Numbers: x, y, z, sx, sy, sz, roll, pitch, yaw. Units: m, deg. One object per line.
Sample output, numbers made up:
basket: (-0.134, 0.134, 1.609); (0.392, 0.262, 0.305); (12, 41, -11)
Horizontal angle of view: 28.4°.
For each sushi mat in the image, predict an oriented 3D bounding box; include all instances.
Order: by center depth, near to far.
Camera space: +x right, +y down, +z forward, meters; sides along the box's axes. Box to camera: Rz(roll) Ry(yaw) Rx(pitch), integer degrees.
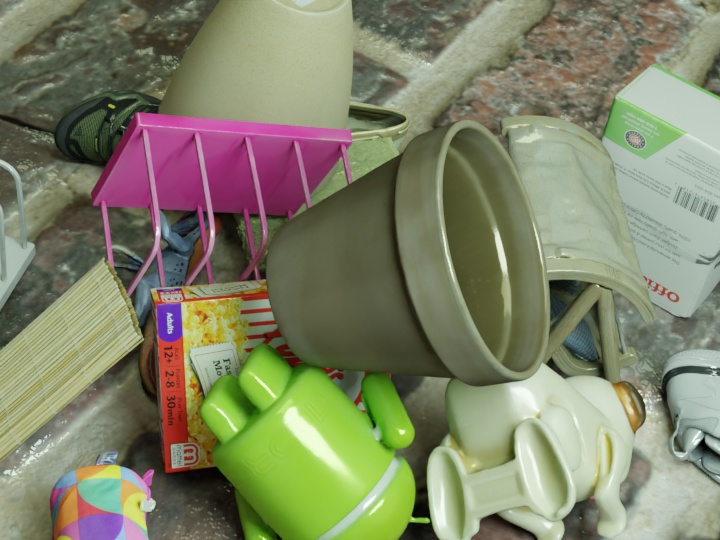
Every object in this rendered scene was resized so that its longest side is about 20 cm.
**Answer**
sushi mat: (-0.270, 0.083, 1.197); (0.200, 0.012, 0.096); (-40, 51, 10)

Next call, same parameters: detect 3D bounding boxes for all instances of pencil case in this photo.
pencil case: (-0.192, 0.241, 1.093); (0.088, 0.089, 0.200); (-3, 49, -11)

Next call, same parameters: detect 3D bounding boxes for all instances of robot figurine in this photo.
robot figurine: (-0.038, 0.156, 1.144); (0.200, 0.175, 0.116); (47, 15, -7)

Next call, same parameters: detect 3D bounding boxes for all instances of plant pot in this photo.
plant pot: (0.030, 0.001, 1.094); (0.173, 0.200, 0.200); (-13, 38, 27)
plant pot: (-0.081, -0.196, 1.344); (0.187, 0.200, 0.188); (12, 48, -13)

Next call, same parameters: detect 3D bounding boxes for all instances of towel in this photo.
towel: (-0.033, -0.066, 1.413); (0.199, 0.037, 0.149); (-13, 48, -16)

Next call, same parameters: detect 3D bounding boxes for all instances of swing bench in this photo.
swing bench: (0.186, -0.004, 1.301); (0.129, 0.200, 0.199); (2, 46, -7)

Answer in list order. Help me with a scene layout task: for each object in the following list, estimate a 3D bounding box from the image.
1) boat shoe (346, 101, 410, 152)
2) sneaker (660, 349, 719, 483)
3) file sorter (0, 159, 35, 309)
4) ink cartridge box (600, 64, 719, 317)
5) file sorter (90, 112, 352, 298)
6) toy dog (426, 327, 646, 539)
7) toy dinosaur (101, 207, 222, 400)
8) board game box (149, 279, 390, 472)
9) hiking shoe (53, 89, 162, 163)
boat shoe: (-0.050, -0.156, 1.490); (0.200, 0.063, 0.073); (11, 55, -10)
sneaker: (0.370, 0.140, 1.282); (0.199, 0.075, 0.115); (8, 46, 7)
file sorter: (-0.399, -0.009, 1.273); (0.138, 0.125, 0.200); (16, 46, 6)
ink cartridge box: (0.302, -0.075, 1.389); (0.145, 0.200, 0.084); (32, 47, 21)
file sorter: (-0.114, -0.042, 1.242); (0.199, 0.139, 0.126); (2, 63, -27)
toy dog: (0.153, 0.141, 1.196); (0.200, 0.139, 0.194); (6, 57, -49)
toy dinosaur: (-0.186, 0.010, 1.347); (0.181, 0.105, 0.200); (-28, 89, -41)
board game box: (-0.074, 0.084, 1.213); (0.199, 0.152, 0.046); (-6, 18, -13)
hiking shoe: (-0.216, -0.131, 1.427); (0.199, 0.076, 0.101); (-1, 27, 6)
